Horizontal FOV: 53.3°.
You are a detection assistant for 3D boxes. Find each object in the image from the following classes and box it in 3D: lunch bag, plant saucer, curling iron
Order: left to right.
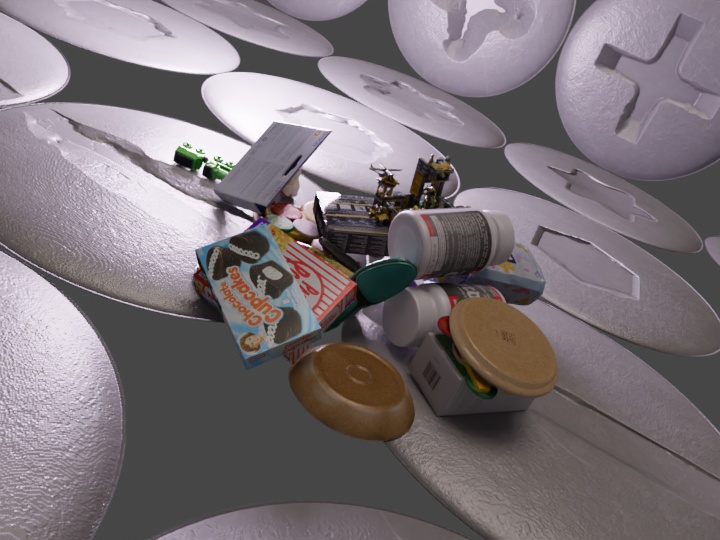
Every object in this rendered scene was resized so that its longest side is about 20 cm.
[{"bbox_3d":[-0.006,0.164,1.049,0.199,0.036,0.201,19,26,-10],"label":"plant saucer"},{"bbox_3d":[0.000,0.000,1.268,0.200,0.026,0.049,41,-12,-28],"label":"curling iron"},{"bbox_3d":[0.243,-0.002,1.395,0.168,0.128,0.200,12,4,-20],"label":"lunch bag"}]

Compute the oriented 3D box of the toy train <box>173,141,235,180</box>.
[{"bbox_3d":[-0.297,-0.211,1.500,0.199,0.042,0.057,24,36,0],"label":"toy train"}]

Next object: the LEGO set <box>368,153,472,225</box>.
[{"bbox_3d":[0.118,-0.143,1.301,0.198,0.117,0.154,-3,34,-27],"label":"LEGO set"}]

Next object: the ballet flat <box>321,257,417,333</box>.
[{"bbox_3d":[-0.004,0.029,1.157,0.068,0.199,0.070,58,5,-19],"label":"ballet flat"}]

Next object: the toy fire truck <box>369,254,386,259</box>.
[{"bbox_3d":[0.088,-0.045,1.405,0.198,0.049,0.142,-8,39,29],"label":"toy fire truck"}]

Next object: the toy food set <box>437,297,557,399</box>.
[{"bbox_3d":[0.214,0.116,1.104,0.196,0.049,0.201,10,41,-28],"label":"toy food set"}]

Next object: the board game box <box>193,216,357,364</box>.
[{"bbox_3d":[-0.128,0.026,1.091,0.199,0.046,0.152,34,59,18],"label":"board game box"}]

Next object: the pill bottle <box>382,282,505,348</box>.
[{"bbox_3d":[0.145,0.079,1.221,0.199,0.115,0.114,3,33,-35],"label":"pill bottle"}]

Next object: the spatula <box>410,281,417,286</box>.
[{"bbox_3d":[0.043,0.029,1.351,0.199,0.021,0.057,-10,59,-44],"label":"spatula"}]

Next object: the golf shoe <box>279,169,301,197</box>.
[{"bbox_3d":[-0.149,-0.205,1.509,0.075,0.092,0.200,32,6,-6],"label":"golf shoe"}]

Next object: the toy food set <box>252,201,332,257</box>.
[{"bbox_3d":[-0.111,-0.085,1.390,0.198,0.049,0.198,13,29,-22],"label":"toy food set"}]

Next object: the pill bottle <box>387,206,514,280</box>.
[{"bbox_3d":[0.156,-0.048,1.211,0.198,0.115,0.114,-6,37,-30],"label":"pill bottle"}]

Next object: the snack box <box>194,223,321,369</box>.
[{"bbox_3d":[-0.149,0.033,1.032,0.115,0.037,0.201,-21,60,-17],"label":"snack box"}]

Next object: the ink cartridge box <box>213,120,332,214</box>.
[{"bbox_3d":[-0.162,-0.196,1.371,0.199,0.197,0.043,22,-23,46],"label":"ink cartridge box"}]

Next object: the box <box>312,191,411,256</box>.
[{"bbox_3d":[0.019,-0.086,1.330,0.198,0.049,0.162,4,29,-15],"label":"box"}]

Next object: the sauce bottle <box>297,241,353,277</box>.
[{"bbox_3d":[-0.081,-0.005,1.252,0.199,0.066,0.066,33,28,9],"label":"sauce bottle"}]

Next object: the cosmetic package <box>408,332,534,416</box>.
[{"bbox_3d":[0.191,0.164,1.151,0.199,0.085,0.108,2,38,-34],"label":"cosmetic package"}]

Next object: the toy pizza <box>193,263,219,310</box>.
[{"bbox_3d":[-0.174,0.021,1.178,0.199,0.032,0.201,19,27,-10],"label":"toy pizza"}]
